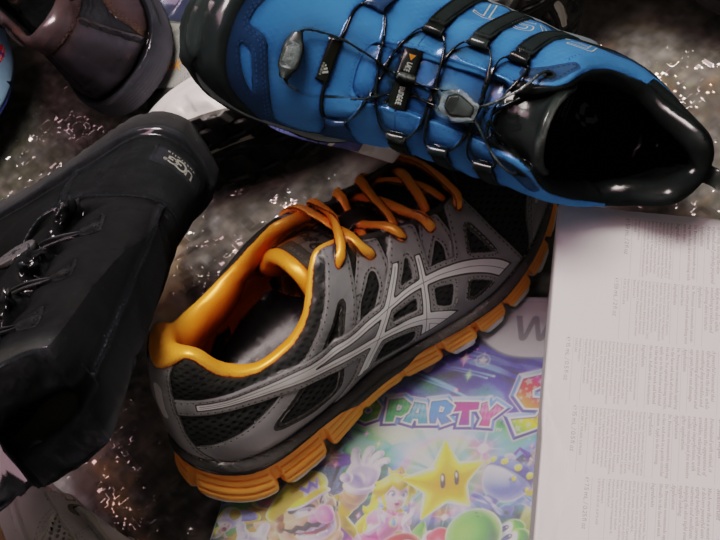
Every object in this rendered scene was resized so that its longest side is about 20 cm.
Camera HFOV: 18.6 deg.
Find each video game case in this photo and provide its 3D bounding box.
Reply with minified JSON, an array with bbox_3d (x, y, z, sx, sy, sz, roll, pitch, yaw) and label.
[{"bbox_3d":[0.012,0.096,0.820,0.143,0.018,0.200,0,55,25],"label":"video game case"}]

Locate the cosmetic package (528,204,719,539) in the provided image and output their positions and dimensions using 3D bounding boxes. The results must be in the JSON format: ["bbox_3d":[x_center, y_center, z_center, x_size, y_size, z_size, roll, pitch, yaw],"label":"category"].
[{"bbox_3d":[0.101,0.074,0.765,0.082,0.051,0.200,5,56,5],"label":"cosmetic package"}]

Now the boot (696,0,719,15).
[{"bbox_3d":[0.128,-0.185,0.956,0.188,0.069,0.200,3,34,1],"label":"boot"}]

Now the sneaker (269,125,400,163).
[{"bbox_3d":[-0.012,-0.150,0.830,0.080,0.115,0.200,14,84,48],"label":"sneaker"}]

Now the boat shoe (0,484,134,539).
[{"bbox_3d":[-0.107,0.125,0.822,0.069,0.071,0.200,0,26,-26],"label":"boat shoe"}]

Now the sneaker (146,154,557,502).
[{"bbox_3d":[0.000,0.000,0.837,0.200,0.077,0.078,-45,49,-15],"label":"sneaker"}]

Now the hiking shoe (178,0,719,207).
[{"bbox_3d":[0.036,-0.069,0.774,0.087,0.200,0.075,34,113,63],"label":"hiking shoe"}]

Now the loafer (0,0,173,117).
[{"bbox_3d":[-0.147,-0.143,0.976,0.072,0.063,0.200,-52,45,13],"label":"loafer"}]

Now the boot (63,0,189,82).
[{"bbox_3d":[-0.050,-0.145,1.004,0.200,0.073,0.091,-19,54,21],"label":"boot"}]

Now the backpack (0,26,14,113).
[{"bbox_3d":[-0.268,-0.110,1.024,0.182,0.135,0.200,-37,52,-5],"label":"backpack"}]

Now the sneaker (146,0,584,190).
[{"bbox_3d":[-0.004,-0.101,0.932,0.200,0.074,0.080,-15,61,13],"label":"sneaker"}]

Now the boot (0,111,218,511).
[{"bbox_3d":[-0.134,0.036,0.824,0.165,0.066,0.200,-42,18,26],"label":"boot"}]
